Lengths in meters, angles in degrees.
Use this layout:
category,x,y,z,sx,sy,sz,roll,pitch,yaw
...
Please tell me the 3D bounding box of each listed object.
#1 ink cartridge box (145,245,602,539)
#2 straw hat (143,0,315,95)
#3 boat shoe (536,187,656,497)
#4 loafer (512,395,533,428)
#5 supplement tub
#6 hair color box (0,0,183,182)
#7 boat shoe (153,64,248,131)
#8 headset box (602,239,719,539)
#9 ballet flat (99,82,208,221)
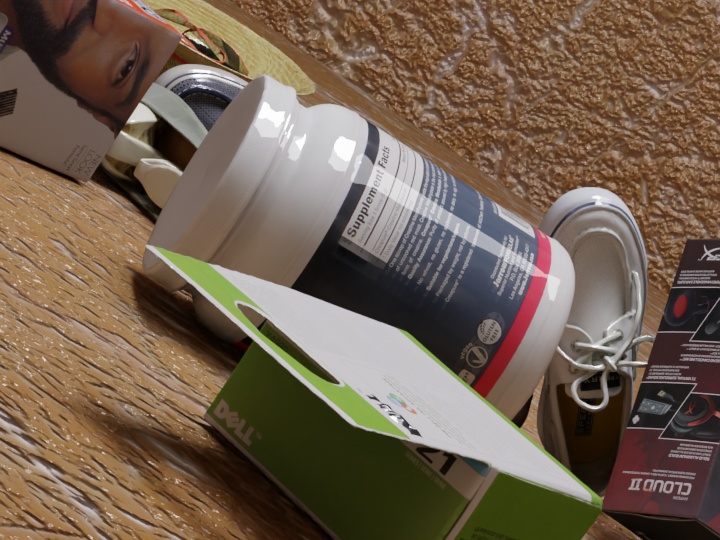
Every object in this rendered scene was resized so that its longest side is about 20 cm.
category,x,y,z,sx,sy,sz,roll,pitch,yaw
ink cartridge box,-0.009,0.073,1.074,0.148,0.076,0.200,40,11,36
straw hat,-0.138,-0.149,1.875,0.201,0.085,0.201,29,13,-7
boat shoe,0.140,0.053,1.488,0.075,0.202,0.086,-2,31,-9
loafer,0.051,0.037,1.546,0.073,0.071,0.200,26,11,-46
supplement tub,0.000,0.000,1.312,0.200,0.140,0.140,32,8,-13
hair color box,-0.208,-0.136,1.408,0.064,0.111,0.200,41,11,37
boat shoe,-0.054,-0.058,1.646,0.200,0.075,0.093,38,5,-27
headset box,0.232,0.102,1.464,0.075,0.200,0.149,1,-26,45
ballet flat,-0.122,-0.067,1.512,0.064,0.067,0.200,15,19,-46
